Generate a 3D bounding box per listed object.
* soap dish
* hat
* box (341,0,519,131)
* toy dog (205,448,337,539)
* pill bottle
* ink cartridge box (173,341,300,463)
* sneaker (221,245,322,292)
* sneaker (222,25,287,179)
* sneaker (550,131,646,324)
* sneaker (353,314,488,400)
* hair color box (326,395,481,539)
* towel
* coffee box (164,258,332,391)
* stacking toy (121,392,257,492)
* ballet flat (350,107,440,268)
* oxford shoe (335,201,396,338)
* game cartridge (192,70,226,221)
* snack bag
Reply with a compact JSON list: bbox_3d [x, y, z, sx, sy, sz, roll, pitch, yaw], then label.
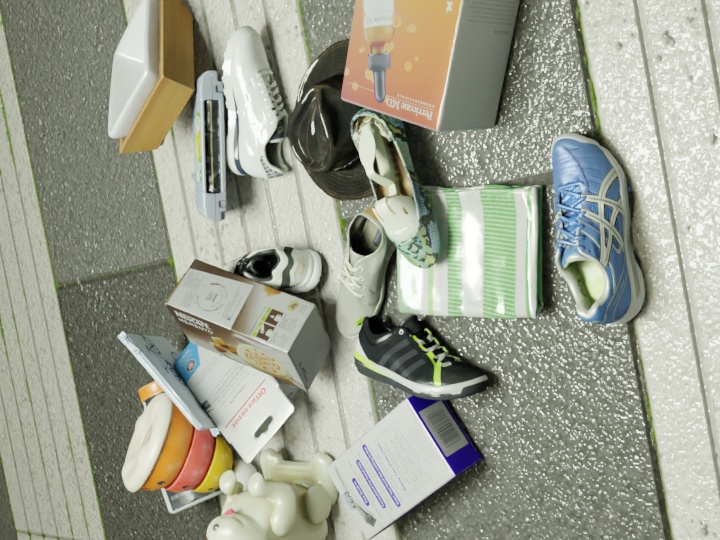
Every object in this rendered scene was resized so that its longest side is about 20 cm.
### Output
[{"bbox_3d":[-0.299,-0.285,1.370,0.157,0.080,0.203,-47,39,38],"label":"soap dish"},{"bbox_3d":[-0.042,-0.185,1.189,0.198,0.080,0.205,11,106,43],"label":"hat"},{"bbox_3d":[0.078,-0.268,1.034,0.151,0.105,0.204,24,113,37],"label":"box"},{"bbox_3d":[-0.138,0.357,1.306,0.137,0.199,0.198,7,108,33],"label":"toy dog"},{"bbox_3d":[-0.287,0.270,1.506,0.106,0.105,0.203,-31,77,43],"label":"pill bottle"},{"bbox_3d":[-0.168,0.167,1.370,0.116,0.066,0.200,-48,63,12],"label":"ink cartridge box"},{"bbox_3d":[-0.144,-0.002,1.319,0.198,0.079,0.075,-13,70,43],"label":"sneaker"},{"bbox_3d":[-0.135,-0.226,1.285,0.079,0.076,0.204,9,112,33],"label":"sneaker"},{"bbox_3d":[0.232,-0.042,0.958,0.075,0.076,0.204,-21,83,45],"label":"sneaker"},{"bbox_3d":[0.065,0.098,1.150,0.197,0.071,0.085,12,103,38],"label":"sneaker"},{"bbox_3d":[0.051,0.245,1.202,0.200,0.064,0.110,-46,71,39],"label":"hair color box"},{"bbox_3d":[0.120,-0.022,1.093,0.197,0.023,0.156,2,96,41],"label":"towel"},{"bbox_3d":[-0.149,0.073,1.280,0.197,0.080,0.115,20,153,22],"label":"coffee box"},{"bbox_3d":[-0.238,0.280,1.405,0.147,0.197,0.148,-51,25,35],"label":"stacking toy"},{"bbox_3d":[0.034,-0.096,1.103,0.074,0.073,0.203,-29,77,43],"label":"ballet flat"},{"bbox_3d":[0.000,0.000,1.205,0.075,0.057,0.203,37,125,28],"label":"oxford shoe"},{"bbox_3d":[-0.215,-0.174,1.346,0.133,0.040,0.204,-151,60,-77],"label":"game cartridge"},{"bbox_3d":[-0.264,0.169,1.399,0.021,0.200,0.189,-42,81,1],"label":"snack bag"}]
